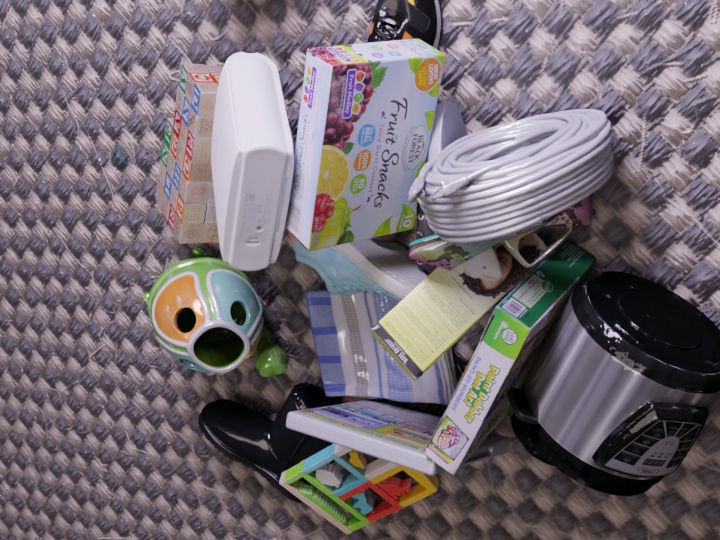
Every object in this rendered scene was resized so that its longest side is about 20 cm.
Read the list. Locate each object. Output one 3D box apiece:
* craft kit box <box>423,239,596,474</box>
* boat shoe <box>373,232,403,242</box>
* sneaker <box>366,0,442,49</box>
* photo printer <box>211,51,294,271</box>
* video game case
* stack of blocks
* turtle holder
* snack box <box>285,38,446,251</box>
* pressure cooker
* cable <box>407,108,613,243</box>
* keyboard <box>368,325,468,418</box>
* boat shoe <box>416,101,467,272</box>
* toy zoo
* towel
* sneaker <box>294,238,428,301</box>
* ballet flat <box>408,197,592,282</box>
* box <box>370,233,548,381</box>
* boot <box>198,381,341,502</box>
[{"bbox_3d":[0.157,0.087,1.075,0.048,0.200,0.199,35,125,15],"label":"craft kit box"},{"bbox_3d":[-0.014,-0.120,1.183,0.074,0.073,0.202,-23,96,38],"label":"boat shoe"},{"bbox_3d":[0.032,-0.222,1.100,0.069,0.090,0.202,20,119,25],"label":"sneaker"},{"bbox_3d":[-0.121,-0.126,1.118,0.069,0.201,0.167,1,133,-14],"label":"photo printer"},{"bbox_3d":[0.045,0.187,1.185,0.198,0.181,0.022,12,96,33],"label":"video game case"},{"bbox_3d":[-0.199,-0.149,1.272,0.115,0.058,0.202,53,137,48],"label":"stack of blocks"},{"bbox_3d":[-0.186,0.077,1.317,0.132,0.140,0.187,55,169,53],"label":"turtle holder"},{"bbox_3d":[0.003,-0.129,1.060,0.053,0.141,0.202,40,132,41],"label":"snack box"},{"bbox_3d":[0.257,0.125,1.040,0.175,0.178,0.201,35,121,18],"label":"pressure cooker"},{"bbox_3d":[0.151,-0.096,1.007,0.198,0.200,0.070,-16,107,14],"label":"cable"},{"bbox_3d":[0.074,0.123,1.259,0.200,0.021,0.127,44,127,10],"label":"keyboard"},{"bbox_3d":[0.081,-0.087,1.143,0.066,0.070,0.202,8,120,29],"label":"boat shoe"},{"bbox_3d":[0.007,0.264,1.318,0.131,0.021,0.199,41,126,-22],"label":"toy zoo"},{"bbox_3d":[0.023,0.093,1.254,0.198,0.024,0.149,0,109,35],"label":"towel"},{"bbox_3d":[0.000,0.000,1.226,0.199,0.074,0.083,34,125,32],"label":"sneaker"},{"bbox_3d":[0.150,-0.031,1.055,0.198,0.069,0.072,-23,89,-7],"label":"ballet flat"},{"bbox_3d":[0.106,0.024,1.103,0.200,0.050,0.075,-44,83,-4],"label":"box"},{"bbox_3d":[-0.109,0.200,1.374,0.199,0.076,0.169,37,129,8],"label":"boot"}]
